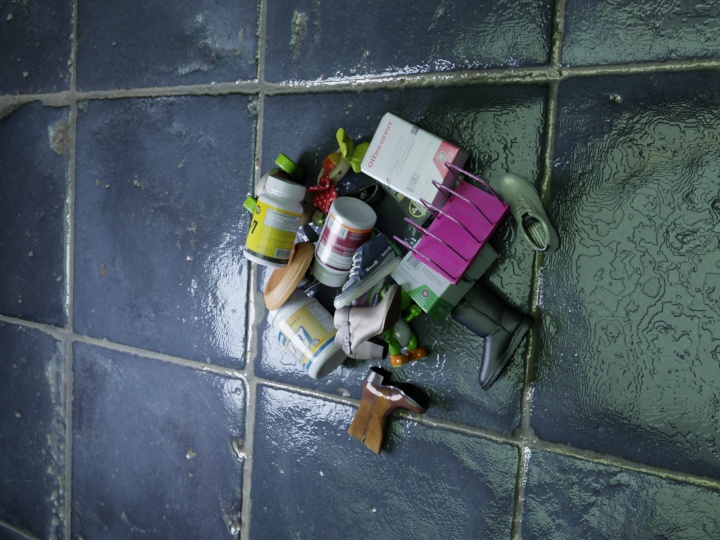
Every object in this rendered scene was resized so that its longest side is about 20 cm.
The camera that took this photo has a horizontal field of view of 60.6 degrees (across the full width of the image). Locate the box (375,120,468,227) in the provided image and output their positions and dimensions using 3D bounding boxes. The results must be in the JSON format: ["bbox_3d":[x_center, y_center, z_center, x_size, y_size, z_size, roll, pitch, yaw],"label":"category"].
[{"bbox_3d":[0.134,-0.226,1.459,0.161,0.049,0.200,-46,72,19],"label":"box"}]

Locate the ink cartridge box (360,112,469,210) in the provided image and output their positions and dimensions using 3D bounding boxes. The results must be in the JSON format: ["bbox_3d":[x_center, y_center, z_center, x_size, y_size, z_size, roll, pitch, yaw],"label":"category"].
[{"bbox_3d":[0.121,-0.246,1.392,0.199,0.083,0.148,33,105,23],"label":"ink cartridge box"}]

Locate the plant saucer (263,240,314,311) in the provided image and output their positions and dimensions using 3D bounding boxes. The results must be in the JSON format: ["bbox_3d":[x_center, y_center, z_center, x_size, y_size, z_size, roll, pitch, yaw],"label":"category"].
[{"bbox_3d":[-0.186,0.007,1.547,0.037,0.201,0.201,33,113,-17],"label":"plant saucer"}]

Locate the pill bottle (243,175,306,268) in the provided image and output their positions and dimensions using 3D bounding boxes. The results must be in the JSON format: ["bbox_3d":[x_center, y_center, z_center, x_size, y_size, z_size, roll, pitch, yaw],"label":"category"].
[{"bbox_3d":[-0.202,-0.117,1.476,0.113,0.114,0.202,22,100,26],"label":"pill bottle"}]

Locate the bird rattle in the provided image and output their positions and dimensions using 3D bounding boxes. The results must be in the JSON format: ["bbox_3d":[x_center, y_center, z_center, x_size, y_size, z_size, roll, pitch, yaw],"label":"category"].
[{"bbox_3d":[-0.055,-0.243,1.514,0.112,0.163,0.201,29,104,-17],"label":"bird rattle"}]

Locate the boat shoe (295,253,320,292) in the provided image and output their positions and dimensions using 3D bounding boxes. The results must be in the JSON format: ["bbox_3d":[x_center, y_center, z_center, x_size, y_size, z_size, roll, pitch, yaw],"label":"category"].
[{"bbox_3d":[-0.139,0.005,1.617,0.199,0.060,0.074,-36,71,25],"label":"boat shoe"}]

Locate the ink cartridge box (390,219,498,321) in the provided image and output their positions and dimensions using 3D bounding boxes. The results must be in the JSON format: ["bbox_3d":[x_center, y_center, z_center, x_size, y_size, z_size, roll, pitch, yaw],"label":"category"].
[{"bbox_3d":[0.187,-0.013,1.380,0.200,0.083,0.147,-50,50,9],"label":"ink cartridge box"}]

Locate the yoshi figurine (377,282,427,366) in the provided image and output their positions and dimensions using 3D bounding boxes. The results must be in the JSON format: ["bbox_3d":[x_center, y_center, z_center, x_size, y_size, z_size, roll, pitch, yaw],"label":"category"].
[{"bbox_3d":[0.097,0.120,1.476,0.111,0.112,0.202,-19,81,12],"label":"yoshi figurine"}]

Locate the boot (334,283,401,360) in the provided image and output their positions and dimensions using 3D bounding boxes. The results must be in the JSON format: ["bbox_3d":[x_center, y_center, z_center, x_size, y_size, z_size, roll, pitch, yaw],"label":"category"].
[{"bbox_3d":[0.009,0.110,1.416,0.145,0.070,0.202,19,100,30],"label":"boot"}]

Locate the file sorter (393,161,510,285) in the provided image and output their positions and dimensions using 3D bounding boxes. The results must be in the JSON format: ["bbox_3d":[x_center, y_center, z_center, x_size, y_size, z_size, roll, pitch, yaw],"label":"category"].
[{"bbox_3d":[0.184,-0.103,1.285,0.139,0.125,0.201,36,92,39],"label":"file sorter"}]

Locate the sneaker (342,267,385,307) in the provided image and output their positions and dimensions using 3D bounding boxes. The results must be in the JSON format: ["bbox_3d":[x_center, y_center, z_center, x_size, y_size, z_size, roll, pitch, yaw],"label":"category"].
[{"bbox_3d":[-0.011,0.074,1.494,0.081,0.087,0.202,-153,76,-67],"label":"sneaker"}]

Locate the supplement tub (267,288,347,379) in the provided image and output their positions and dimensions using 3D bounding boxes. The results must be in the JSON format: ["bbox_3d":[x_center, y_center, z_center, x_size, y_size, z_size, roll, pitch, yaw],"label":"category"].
[{"bbox_3d":[-0.129,0.160,1.573,0.200,0.144,0.145,44,112,19],"label":"supplement tub"}]

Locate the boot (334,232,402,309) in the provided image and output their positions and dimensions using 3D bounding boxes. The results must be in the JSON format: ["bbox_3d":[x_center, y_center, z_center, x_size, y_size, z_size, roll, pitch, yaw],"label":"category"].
[{"bbox_3d":[0.000,0.000,1.417,0.091,0.199,0.073,55,156,-3],"label":"boot"}]

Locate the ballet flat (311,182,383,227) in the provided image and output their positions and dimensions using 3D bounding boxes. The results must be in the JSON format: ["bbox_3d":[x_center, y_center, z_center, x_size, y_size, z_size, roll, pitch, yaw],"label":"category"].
[{"bbox_3d":[-0.036,-0.168,1.524,0.198,0.057,0.067,-26,67,9],"label":"ballet flat"}]

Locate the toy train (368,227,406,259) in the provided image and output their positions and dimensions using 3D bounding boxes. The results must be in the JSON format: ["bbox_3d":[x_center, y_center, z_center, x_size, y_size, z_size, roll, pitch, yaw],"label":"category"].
[{"bbox_3d":[0.043,-0.070,1.526,0.200,0.042,0.057,45,102,19],"label":"toy train"}]

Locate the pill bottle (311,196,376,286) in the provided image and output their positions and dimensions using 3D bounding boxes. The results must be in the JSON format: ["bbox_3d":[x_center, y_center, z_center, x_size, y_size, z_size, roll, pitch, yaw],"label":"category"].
[{"bbox_3d":[-0.045,-0.066,1.488,0.114,0.114,0.201,39,128,21],"label":"pill bottle"}]

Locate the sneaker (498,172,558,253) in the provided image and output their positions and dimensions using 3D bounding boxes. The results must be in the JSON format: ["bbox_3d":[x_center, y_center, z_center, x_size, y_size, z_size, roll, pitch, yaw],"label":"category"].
[{"bbox_3d":[0.361,-0.128,1.326,0.073,0.071,0.201,-38,75,25],"label":"sneaker"}]

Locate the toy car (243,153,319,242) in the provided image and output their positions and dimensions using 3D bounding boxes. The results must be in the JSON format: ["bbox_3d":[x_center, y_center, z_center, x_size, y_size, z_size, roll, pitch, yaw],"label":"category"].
[{"bbox_3d":[-0.165,-0.168,1.582,0.199,0.158,0.165,39,94,5],"label":"toy car"}]

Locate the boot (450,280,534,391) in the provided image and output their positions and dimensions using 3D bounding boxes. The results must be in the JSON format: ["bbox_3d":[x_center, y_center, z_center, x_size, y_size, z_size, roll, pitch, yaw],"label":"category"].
[{"bbox_3d":[0.272,0.145,1.388,0.167,0.076,0.202,33,101,19],"label":"boot"}]

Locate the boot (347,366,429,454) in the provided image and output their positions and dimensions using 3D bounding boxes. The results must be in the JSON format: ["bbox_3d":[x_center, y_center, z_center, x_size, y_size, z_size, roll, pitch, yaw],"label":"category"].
[{"bbox_3d":[0.064,0.368,1.524,0.187,0.068,0.202,24,105,25],"label":"boot"}]
